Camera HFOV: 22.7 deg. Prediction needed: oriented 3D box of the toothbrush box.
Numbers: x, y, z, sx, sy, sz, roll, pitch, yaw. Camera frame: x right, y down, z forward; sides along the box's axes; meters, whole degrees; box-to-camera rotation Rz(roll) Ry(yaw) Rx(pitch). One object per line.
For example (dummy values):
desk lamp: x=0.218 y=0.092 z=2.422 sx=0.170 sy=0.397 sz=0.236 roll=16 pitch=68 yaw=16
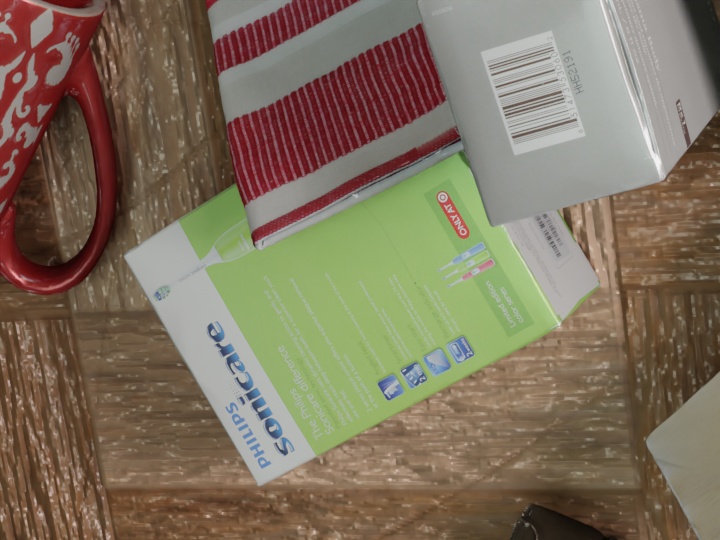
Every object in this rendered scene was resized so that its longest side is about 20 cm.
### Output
toothbrush box: x=0.000 y=0.000 z=0.944 sx=0.200 sy=0.086 sz=0.146 roll=-31 pitch=91 yaw=25

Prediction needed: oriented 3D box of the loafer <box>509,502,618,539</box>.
loafer: x=0.068 y=0.204 z=0.996 sx=0.071 sy=0.073 sz=0.200 roll=43 pitch=111 yaw=15

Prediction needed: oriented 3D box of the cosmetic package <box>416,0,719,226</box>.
cosmetic package: x=0.104 y=-0.100 z=0.812 sx=0.090 sy=0.200 sz=0.107 roll=-15 pitch=102 yaw=27

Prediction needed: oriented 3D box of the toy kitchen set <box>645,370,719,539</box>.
toy kitchen set: x=0.265 y=0.085 z=0.875 sx=0.163 sy=0.180 sz=0.200 roll=-46 pitch=47 yaw=23

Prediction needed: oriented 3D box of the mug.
mug: x=-0.219 y=-0.086 z=1.005 sx=0.200 sy=0.177 sz=0.133 roll=-57 pitch=45 yaw=21

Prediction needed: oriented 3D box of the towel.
towel: x=-0.016 y=-0.126 z=0.890 sx=0.144 sy=0.023 sz=0.200 roll=-26 pitch=61 yaw=27
